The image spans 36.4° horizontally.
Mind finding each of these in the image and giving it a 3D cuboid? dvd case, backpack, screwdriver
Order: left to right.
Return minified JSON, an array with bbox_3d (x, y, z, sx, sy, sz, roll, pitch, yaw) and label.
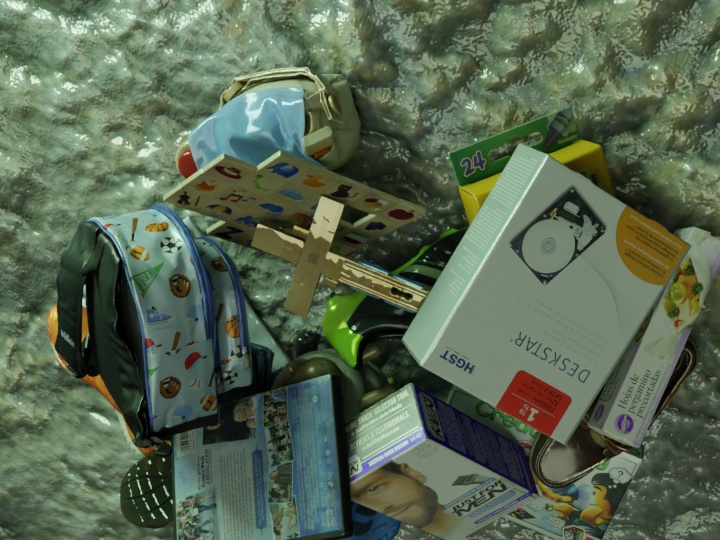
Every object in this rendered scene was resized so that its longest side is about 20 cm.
[{"bbox_3d":[-0.187,0.038,1.005,0.200,0.154,0.191,31,136,48],"label":"backpack"},{"bbox_3d":[-0.096,0.186,1.002,0.199,0.018,0.144,-18,67,30],"label":"dvd case"},{"bbox_3d":[-0.060,0.156,1.169,0.029,0.028,0.201,22,121,38],"label":"screwdriver"}]

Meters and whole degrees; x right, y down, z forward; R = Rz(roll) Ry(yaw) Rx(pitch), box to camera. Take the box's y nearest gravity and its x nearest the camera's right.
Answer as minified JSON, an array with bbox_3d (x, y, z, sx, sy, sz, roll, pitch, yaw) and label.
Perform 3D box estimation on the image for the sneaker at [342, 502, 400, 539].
[{"bbox_3d":[0.004,0.259,1.097,0.078,0.200,0.066,47,129,-7],"label":"sneaker"}]

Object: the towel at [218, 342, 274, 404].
[{"bbox_3d":[-0.148,0.159,1.163,0.111,0.049,0.201,13,121,19],"label":"towel"}]

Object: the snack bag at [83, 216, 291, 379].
[{"bbox_3d":[-0.197,0.067,1.171,0.188,0.021,0.200,-30,102,23],"label":"snack bag"}]

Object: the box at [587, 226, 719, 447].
[{"bbox_3d":[0.265,0.058,0.974,0.039,0.041,0.201,26,85,-6],"label":"box"}]

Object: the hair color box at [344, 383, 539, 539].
[{"bbox_3d":[0.069,0.186,1.025,0.109,0.065,0.200,-34,137,23],"label":"hair color box"}]

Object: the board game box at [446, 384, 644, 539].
[{"bbox_3d":[0.170,0.196,1.116,0.199,0.035,0.127,21,115,6],"label":"board game box"}]

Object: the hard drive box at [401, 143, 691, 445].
[{"bbox_3d":[0.155,0.020,0.930,0.155,0.077,0.201,28,97,-16],"label":"hard drive box"}]

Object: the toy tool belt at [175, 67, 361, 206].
[{"bbox_3d":[-0.102,-0.114,1.013,0.199,0.123,0.125,-15,107,21],"label":"toy tool belt"}]

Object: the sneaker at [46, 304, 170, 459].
[{"bbox_3d":[-0.245,0.106,1.134,0.200,0.073,0.077,48,139,0],"label":"sneaker"}]

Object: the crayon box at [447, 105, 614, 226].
[{"bbox_3d":[0.170,-0.031,0.986,0.125,0.052,0.201,-21,106,-6],"label":"crayon box"}]

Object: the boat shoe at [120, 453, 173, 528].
[{"bbox_3d":[-0.154,0.217,1.096,0.199,0.074,0.076,-17,65,32],"label":"boat shoe"}]

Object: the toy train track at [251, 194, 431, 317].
[{"bbox_3d":[0.000,0.000,0.986,0.199,0.033,0.115,22,112,5],"label":"toy train track"}]

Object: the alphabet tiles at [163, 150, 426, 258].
[{"bbox_3d":[-0.068,-0.054,0.995,0.199,0.008,0.167,19,150,-36],"label":"alphabet tiles"}]

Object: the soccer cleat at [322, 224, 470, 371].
[{"bbox_3d":[0.060,0.023,1.025,0.199,0.068,0.081,-30,69,-1],"label":"soccer cleat"}]

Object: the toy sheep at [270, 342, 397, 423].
[{"bbox_3d":[-0.023,0.142,1.088,0.137,0.139,0.200,-1,148,16],"label":"toy sheep"}]

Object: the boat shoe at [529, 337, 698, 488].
[{"bbox_3d":[0.237,0.135,1.029,0.200,0.072,0.072,-42,88,12],"label":"boat shoe"}]
